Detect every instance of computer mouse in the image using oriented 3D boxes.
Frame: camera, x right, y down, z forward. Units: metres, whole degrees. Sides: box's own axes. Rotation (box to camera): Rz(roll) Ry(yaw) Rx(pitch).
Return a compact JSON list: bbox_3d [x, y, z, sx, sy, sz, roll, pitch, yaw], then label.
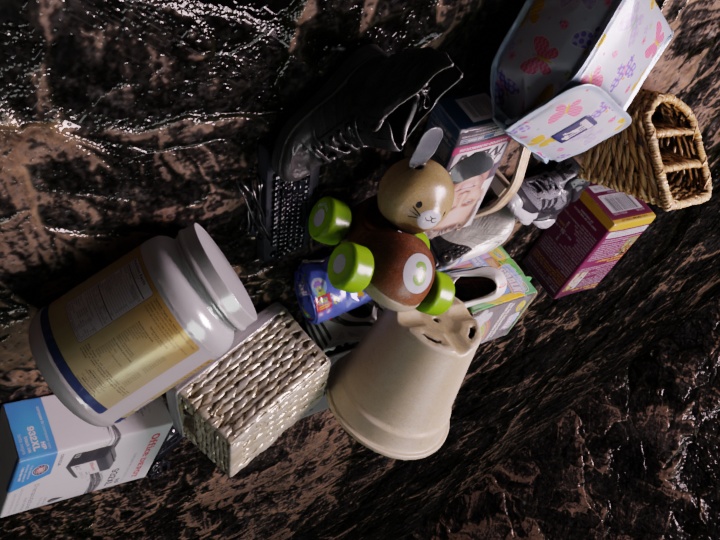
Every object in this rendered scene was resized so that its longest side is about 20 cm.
[{"bbox_3d":[-0.320,0.287,1.161,0.058,0.034,0.201,-33,163,-39],"label":"computer mouse"}]

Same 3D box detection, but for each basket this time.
[{"bbox_3d":[0.438,-0.182,1.051,0.199,0.148,0.144,-11,120,-46],"label":"basket"},{"bbox_3d":[-0.149,0.166,0.991,0.199,0.123,0.136,-37,157,-30],"label":"basket"}]

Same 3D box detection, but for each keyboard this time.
[{"bbox_3d":[-0.088,-0.068,0.827,0.103,0.040,0.201,-23,150,-22],"label":"keyboard"}]

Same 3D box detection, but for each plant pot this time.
[{"bbox_3d":[0.073,0.128,1.023,0.199,0.201,0.185,-8,136,-40],"label":"plant pot"}]

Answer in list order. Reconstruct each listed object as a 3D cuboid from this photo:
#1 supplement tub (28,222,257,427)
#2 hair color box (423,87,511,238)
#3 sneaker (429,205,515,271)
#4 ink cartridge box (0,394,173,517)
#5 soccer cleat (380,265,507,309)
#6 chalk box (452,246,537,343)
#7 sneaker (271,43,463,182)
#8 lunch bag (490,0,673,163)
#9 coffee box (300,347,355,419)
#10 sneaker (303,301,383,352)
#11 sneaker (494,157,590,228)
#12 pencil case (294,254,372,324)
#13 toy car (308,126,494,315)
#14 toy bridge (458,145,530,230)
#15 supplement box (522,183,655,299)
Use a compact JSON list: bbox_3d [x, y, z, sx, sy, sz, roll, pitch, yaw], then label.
[{"bbox_3d":[-0.224,0.054,0.762,0.199,0.145,0.145,-33,153,-2],"label":"supplement tub"},{"bbox_3d":[0.121,-0.131,0.929,0.099,0.061,0.201,-19,149,-26],"label":"hair color box"},{"bbox_3d":[0.146,-0.039,1.096,0.198,0.072,0.073,-23,158,-14],"label":"sneaker"},{"bbox_3d":[-0.367,0.227,0.947,0.199,0.084,0.146,-6,141,-42],"label":"ink cartridge box"},{"bbox_3d":[0.119,0.029,1.079,0.197,0.070,0.085,-6,-177,13],"label":"soccer cleat"},{"bbox_3d":[0.202,0.040,1.225,0.198,0.124,0.125,-14,146,-35],"label":"chalk box"},{"bbox_3d":[0.001,-0.146,0.712,0.200,0.104,0.060,-48,149,10],"label":"sneaker"},{"bbox_3d":[0.241,-0.223,0.805,0.169,0.127,0.201,15,110,-54],"label":"lunch bag"},{"bbox_3d":[-0.051,0.182,1.183,0.198,0.081,0.114,-14,173,-33],"label":"coffee box"},{"bbox_3d":[-0.014,0.086,1.137,0.115,0.076,0.200,-36,146,25],"label":"sneaker"},{"bbox_3d":[0.278,-0.129,1.091,0.114,0.076,0.199,-45,156,20],"label":"sneaker"},{"bbox_3d":[0.000,0.000,0.991,0.198,0.088,0.078,-23,-167,-18],"label":"pencil case"},{"bbox_3d":[0.066,-0.068,0.841,0.163,0.159,0.201,16,124,-37],"label":"toy car"},{"bbox_3d":[0.187,-0.127,1.000,0.027,0.068,0.200,-1,139,-45],"label":"toy bridge"},{"bbox_3d":[0.413,-0.057,1.315,0.130,0.104,0.201,-11,144,-37],"label":"supplement box"}]
